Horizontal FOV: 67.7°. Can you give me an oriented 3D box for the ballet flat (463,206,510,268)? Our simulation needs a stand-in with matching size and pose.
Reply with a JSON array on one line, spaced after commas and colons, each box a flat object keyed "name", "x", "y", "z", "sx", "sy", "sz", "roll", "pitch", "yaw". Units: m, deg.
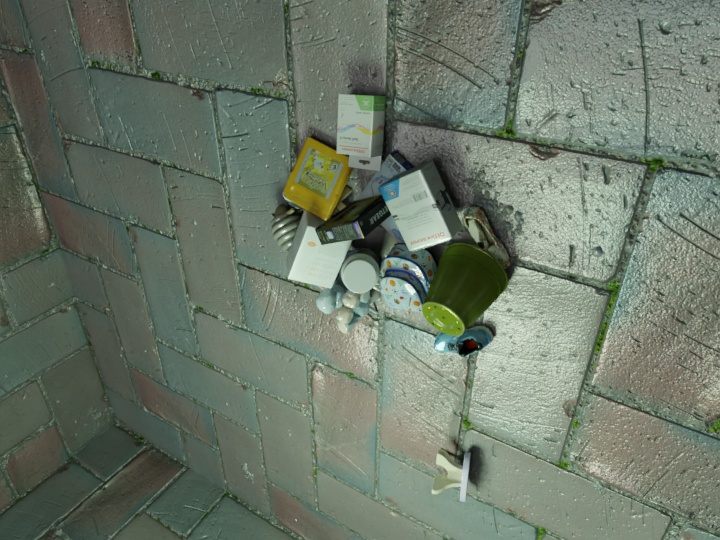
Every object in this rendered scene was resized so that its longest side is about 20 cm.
[{"name": "ballet flat", "x": 0.332, "y": -0.079, "z": 1.446, "sx": 0.075, "sy": 0.064, "sz": 0.201, "roll": -28, "pitch": 99, "yaw": 42}]

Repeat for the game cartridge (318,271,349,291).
[{"name": "game cartridge", "x": -0.115, "y": 0.007, "z": 1.843, "sx": 0.200, "sy": 0.041, "sz": 0.133, "roll": 38, "pitch": 128, "yaw": 11}]

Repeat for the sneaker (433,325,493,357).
[{"name": "sneaker", "x": 0.300, "y": 0.219, "z": 1.634, "sx": 0.199, "sy": 0.090, "sz": 0.079, "roll": -19, "pitch": 105, "yaw": 42}]

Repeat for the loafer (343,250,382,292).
[{"name": "loafer", "x": 0.030, "y": 0.002, "z": 1.718, "sx": 0.200, "sy": 0.070, "sz": 0.070, "roll": 40, "pitch": 99, "yaw": -7}]

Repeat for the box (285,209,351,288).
[{"name": "box", "x": -0.133, "y": -0.066, "z": 1.691, "sx": 0.151, "sy": 0.107, "sz": 0.201, "roll": 14, "pitch": 120, "yaw": -21}]

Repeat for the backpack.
[{"name": "backpack", "x": 0.142, "y": 0.021, "z": 1.575, "sx": 0.199, "sy": 0.154, "sz": 0.192, "roll": 2, "pitch": 122, "yaw": 34}]

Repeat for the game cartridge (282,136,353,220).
[{"name": "game cartridge", "x": -0.128, "y": -0.277, "z": 1.619, "sx": 0.176, "sy": 0.032, "sz": 0.201, "roll": 30, "pitch": 101, "yaw": 18}]

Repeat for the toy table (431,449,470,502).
[{"name": "toy table", "x": 0.319, "y": 0.714, "z": 1.877, "sx": 0.116, "sy": 0.184, "sz": 0.201, "roll": 7, "pitch": 110, "yaw": 14}]

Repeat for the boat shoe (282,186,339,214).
[{"name": "boat shoe", "x": -0.152, "y": -0.214, "z": 1.716, "sx": 0.199, "sy": 0.072, "sz": 0.068, "roll": 15, "pitch": 160, "yaw": 12}]

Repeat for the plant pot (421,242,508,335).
[{"name": "plant pot", "x": 0.265, "y": 0.064, "z": 1.454, "sx": 0.200, "sy": 0.193, "sz": 0.201, "roll": 29, "pitch": 151, "yaw": 19}]

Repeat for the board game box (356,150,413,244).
[{"name": "board game box", "x": 0.112, "y": -0.204, "z": 1.542, "sx": 0.200, "sy": 0.043, "sz": 0.199, "roll": 45, "pitch": 133, "yaw": 4}]

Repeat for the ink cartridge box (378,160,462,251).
[{"name": "ink cartridge box", "x": 0.161, "y": -0.170, "z": 1.440, "sx": 0.146, "sy": 0.086, "sz": 0.201, "roll": -16, "pitch": 108, "yaw": 40}]

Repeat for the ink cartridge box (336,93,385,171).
[{"name": "ink cartridge box", "x": -0.001, "y": -0.377, "z": 1.473, "sx": 0.116, "sy": 0.067, "sz": 0.201, "roll": 13, "pitch": 111, "yaw": 29}]

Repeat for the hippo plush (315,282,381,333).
[{"name": "hippo plush", "x": -0.052, "y": 0.085, "z": 1.745, "sx": 0.160, "sy": 0.200, "sz": 0.160, "roll": 30, "pitch": 130, "yaw": 26}]

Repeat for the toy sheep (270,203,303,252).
[{"name": "toy sheep", "x": -0.227, "y": -0.128, "z": 1.778, "sx": 0.138, "sy": 0.137, "sz": 0.201, "roll": -31, "pitch": 78, "yaw": 43}]

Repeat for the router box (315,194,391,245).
[{"name": "router box", "x": -0.007, "y": -0.145, "z": 1.498, "sx": 0.157, "sy": 0.200, "sz": 0.052, "roll": -7, "pitch": 114, "yaw": 39}]

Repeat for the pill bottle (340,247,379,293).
[{"name": "pill bottle", "x": 0.000, "y": 0.000, "z": 1.580, "sx": 0.113, "sy": 0.200, "sz": 0.115, "roll": 0, "pitch": 99, "yaw": 1}]

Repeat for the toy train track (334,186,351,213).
[{"name": "toy train track", "x": -0.100, "y": -0.238, "z": 1.667, "sx": 0.200, "sy": 0.115, "sz": 0.033, "roll": 47, "pitch": 176, "yaw": 18}]
